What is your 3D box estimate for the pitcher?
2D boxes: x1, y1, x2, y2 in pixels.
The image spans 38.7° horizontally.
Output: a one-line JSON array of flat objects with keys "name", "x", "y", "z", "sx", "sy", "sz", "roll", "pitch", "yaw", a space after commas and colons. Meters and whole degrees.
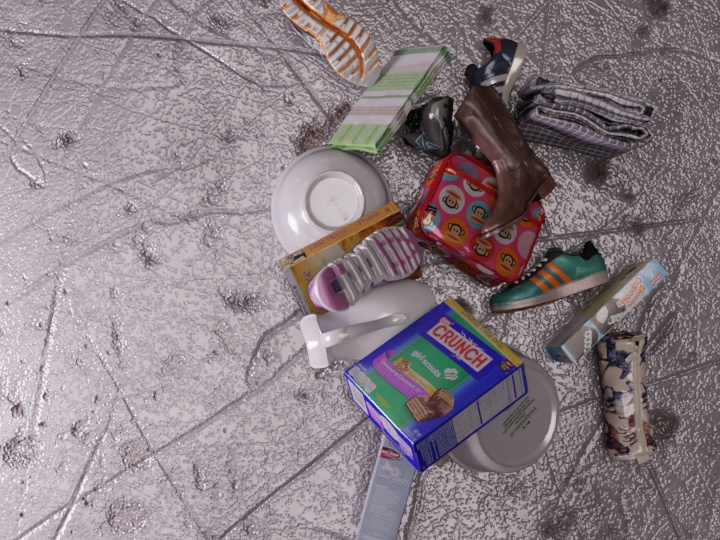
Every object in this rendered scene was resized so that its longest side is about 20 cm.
[{"name": "pitcher", "x": 0.022, "y": 0.082, "z": 1.528, "sx": 0.198, "sy": 0.171, "sz": 0.123, "roll": -15, "pitch": 91, "yaw": -13}]

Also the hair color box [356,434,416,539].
[{"name": "hair color box", "x": 0.048, "y": 0.307, "z": 1.532, "sx": 0.060, "sy": 0.099, "sz": 0.202, "roll": 14, "pitch": 107, "yaw": 2}]

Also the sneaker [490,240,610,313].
[{"name": "sneaker", "x": 0.291, "y": 0.011, "z": 1.620, "sx": 0.198, "sy": 0.071, "sz": 0.081, "roll": -17, "pitch": 83, "yaw": -9}]

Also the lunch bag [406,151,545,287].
[{"name": "lunch bag", "x": 0.185, "y": -0.089, "z": 1.597, "sx": 0.199, "sy": 0.082, "sz": 0.178, "roll": 29, "pitch": 74, "yaw": -15}]

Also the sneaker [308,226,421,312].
[{"name": "sneaker", "x": 0.000, "y": 0.000, "z": 1.517, "sx": 0.199, "sy": 0.088, "sz": 0.081, "roll": -29, "pitch": 92, "yaw": -29}]

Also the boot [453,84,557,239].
[{"name": "boot", "x": 0.189, "y": -0.167, "z": 1.530, "sx": 0.186, "sy": 0.064, "sz": 0.201, "roll": -41, "pitch": 100, "yaw": -39}]

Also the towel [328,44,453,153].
[{"name": "towel", "x": 0.046, "y": -0.262, "z": 1.579, "sx": 0.031, "sy": 0.149, "sz": 0.201, "roll": 41, "pitch": 77, "yaw": -28}]

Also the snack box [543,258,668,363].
[{"name": "snack box", "x": 0.378, "y": 0.064, "z": 1.594, "sx": 0.200, "sy": 0.116, "sz": 0.037, "roll": -43, "pitch": 90, "yaw": -5}]

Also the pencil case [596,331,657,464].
[{"name": "pencil case", "x": 0.417, "y": 0.196, "z": 1.602, "sx": 0.077, "sy": 0.089, "sz": 0.203, "roll": -4, "pitch": 87, "yaw": -4}]

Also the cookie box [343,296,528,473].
[{"name": "cookie box", "x": 0.107, "y": 0.156, "z": 1.449, "sx": 0.199, "sy": 0.076, "sz": 0.171, "roll": -33, "pitch": 48, "yaw": -17}]

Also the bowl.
[{"name": "bowl", "x": -0.043, "y": -0.101, "z": 1.593, "sx": 0.198, "sy": 0.090, "sz": 0.204, "roll": 0, "pitch": 86, "yaw": -3}]

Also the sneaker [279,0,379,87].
[{"name": "sneaker", "x": -0.045, "y": -0.370, "z": 1.620, "sx": 0.078, "sy": 0.077, "sz": 0.200, "roll": -43, "pitch": 92, "yaw": -5}]

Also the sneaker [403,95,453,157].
[{"name": "sneaker", "x": 0.101, "y": -0.214, "z": 1.557, "sx": 0.078, "sy": 0.200, "sz": 0.076, "roll": 9, "pitch": 82, "yaw": 5}]

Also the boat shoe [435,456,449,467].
[{"name": "boat shoe", "x": 0.072, "y": 0.221, "z": 1.590, "sx": 0.200, "sy": 0.072, "sz": 0.065, "roll": 45, "pitch": 84, "yaw": -5}]

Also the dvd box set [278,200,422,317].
[{"name": "dvd box set", "x": -0.012, "y": -0.004, "z": 1.574, "sx": 0.198, "sy": 0.029, "sz": 0.147, "roll": -27, "pitch": 131, "yaw": -6}]

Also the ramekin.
[{"name": "ramekin", "x": 0.212, "y": 0.211, "z": 1.549, "sx": 0.200, "sy": 0.094, "sz": 0.205, "roll": -2, "pitch": 94, "yaw": -27}]

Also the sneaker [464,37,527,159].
[{"name": "sneaker", "x": 0.197, "y": -0.278, "z": 1.632, "sx": 0.084, "sy": 0.075, "sz": 0.202, "roll": 19, "pitch": 78, "yaw": 2}]

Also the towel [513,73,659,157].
[{"name": "towel", "x": 0.340, "y": -0.234, "z": 1.589, "sx": 0.198, "sy": 0.166, "sz": 0.087, "roll": 13, "pitch": 91, "yaw": -2}]
